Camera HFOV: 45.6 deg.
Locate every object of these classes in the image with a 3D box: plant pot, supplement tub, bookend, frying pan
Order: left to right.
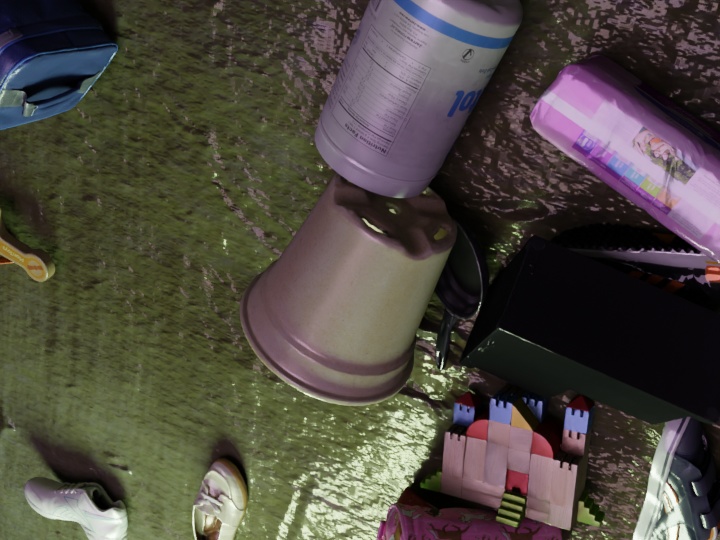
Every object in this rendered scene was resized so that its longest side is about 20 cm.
[{"bbox_3d":[0.000,0.000,0.870,0.200,0.200,0.184,36,126,11],"label":"plant pot"},{"bbox_3d":[0.050,-0.183,0.798,0.132,0.132,0.200,36,127,11],"label":"supplement tub"},{"bbox_3d":[0.106,0.029,0.900,0.115,0.031,0.191,22,127,62],"label":"frying pan"},{"bbox_3d":[0.214,0.072,0.810,0.199,0.092,0.199,23,165,4],"label":"bookend"}]

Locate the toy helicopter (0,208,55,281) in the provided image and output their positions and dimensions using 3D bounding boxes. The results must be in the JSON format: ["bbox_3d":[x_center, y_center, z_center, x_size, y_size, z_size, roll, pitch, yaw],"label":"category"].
[{"bbox_3d":[-0.530,-0.037,1.249,0.199,0.079,0.133,30,125,11],"label":"toy helicopter"}]

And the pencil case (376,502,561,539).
[{"bbox_3d":[0.122,0.298,0.953,0.199,0.083,0.087,4,147,-17],"label":"pencil case"}]

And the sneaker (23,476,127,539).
[{"bbox_3d":[-0.466,0.379,1.419,0.199,0.070,0.081,21,112,14],"label":"sneaker"}]

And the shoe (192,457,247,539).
[{"bbox_3d":[-0.211,0.363,1.260,0.070,0.053,0.201,23,122,20],"label":"shoe"}]

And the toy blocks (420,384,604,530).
[{"bbox_3d":[0.170,0.191,0.940,0.199,0.100,0.138,9,105,27],"label":"toy blocks"}]

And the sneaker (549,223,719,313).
[{"bbox_3d":[0.269,0.011,0.797,0.199,0.070,0.091,5,112,27],"label":"sneaker"}]

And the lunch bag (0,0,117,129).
[{"bbox_3d":[-0.387,-0.246,0.986,0.132,0.200,0.136,47,122,0],"label":"lunch bag"}]

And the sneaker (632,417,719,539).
[{"bbox_3d":[0.329,0.215,0.856,0.079,0.078,0.201,19,132,28],"label":"sneaker"}]

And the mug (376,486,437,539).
[{"bbox_3d":[0.116,0.371,1.049,0.199,0.178,0.134,26,87,13],"label":"mug"}]

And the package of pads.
[{"bbox_3d":[0.248,-0.102,0.725,0.200,0.120,0.076,38,121,10],"label":"package of pads"}]
